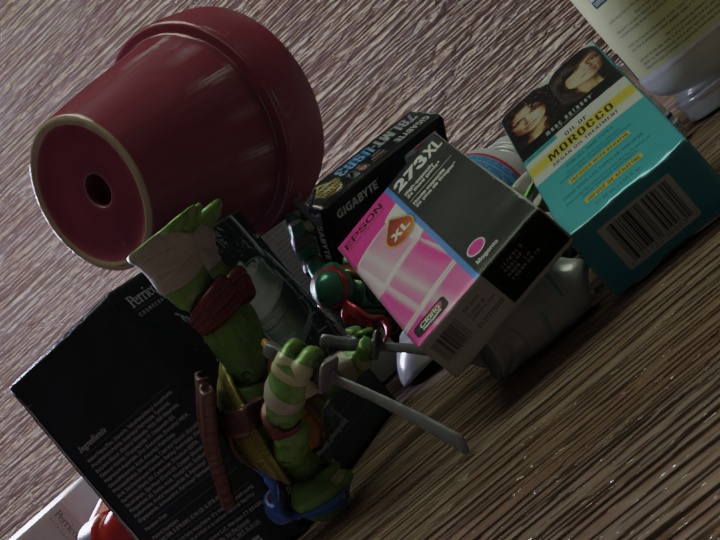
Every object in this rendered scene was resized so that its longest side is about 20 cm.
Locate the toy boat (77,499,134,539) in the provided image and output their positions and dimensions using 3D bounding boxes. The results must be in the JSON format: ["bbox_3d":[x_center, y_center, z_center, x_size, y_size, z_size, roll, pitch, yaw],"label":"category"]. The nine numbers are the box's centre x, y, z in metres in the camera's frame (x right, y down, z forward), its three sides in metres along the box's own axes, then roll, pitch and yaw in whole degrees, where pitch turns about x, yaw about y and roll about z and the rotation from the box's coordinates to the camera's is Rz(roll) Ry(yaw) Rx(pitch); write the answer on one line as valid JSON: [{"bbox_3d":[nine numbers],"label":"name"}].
[{"bbox_3d":[-0.197,0.142,1.006,0.130,0.130,0.201,-38,25,57],"label":"toy boat"}]

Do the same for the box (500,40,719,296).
[{"bbox_3d":[0.144,-0.068,0.705,0.082,0.049,0.200,-41,22,14],"label":"box"}]

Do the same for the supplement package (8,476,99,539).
[{"bbox_3d":[-0.313,0.316,1.192,0.200,0.121,0.120,-42,2,6],"label":"supplement package"}]

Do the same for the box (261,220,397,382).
[{"bbox_3d":[-0.079,0.057,1.141,0.106,0.200,0.152,-41,0,-25],"label":"box"}]

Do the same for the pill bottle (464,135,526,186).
[{"bbox_3d":[0.113,-0.053,1.195,0.200,0.109,0.109,-42,2,-36],"label":"pill bottle"}]

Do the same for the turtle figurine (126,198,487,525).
[{"bbox_3d":[-0.030,0.036,0.697,0.200,0.194,0.144,-36,2,39],"label":"turtle figurine"}]

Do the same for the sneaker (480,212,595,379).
[{"bbox_3d":[0.088,-0.009,0.738,0.080,0.071,0.201,-29,31,4],"label":"sneaker"}]

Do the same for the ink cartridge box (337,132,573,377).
[{"bbox_3d":[0.042,-0.022,0.693,0.095,0.037,0.200,-50,24,5],"label":"ink cartridge box"}]

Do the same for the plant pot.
[{"bbox_3d":[-0.159,-0.095,0.968,0.200,0.200,0.179,-40,-2,43],"label":"plant pot"}]

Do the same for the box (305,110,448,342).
[{"bbox_3d":[0.032,-0.031,1.227,0.049,0.200,0.200,13,40,38],"label":"box"}]

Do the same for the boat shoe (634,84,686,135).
[{"bbox_3d":[0.183,-0.082,1.019,0.200,0.067,0.074,-41,1,30],"label":"boat shoe"}]

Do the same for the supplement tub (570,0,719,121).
[{"bbox_3d":[0.261,-0.240,1.002,0.145,0.200,0.145,-41,1,1],"label":"supplement tub"}]

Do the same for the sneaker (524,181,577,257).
[{"bbox_3d":[0.119,-0.009,0.825,0.200,0.077,0.084,-36,35,23],"label":"sneaker"}]

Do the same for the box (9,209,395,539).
[{"bbox_3d":[-0.104,0.090,0.860,0.124,0.197,0.200,-40,2,28],"label":"box"}]

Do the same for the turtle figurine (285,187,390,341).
[{"bbox_3d":[0.000,0.000,0.977,0.101,0.149,0.200,-69,-18,4],"label":"turtle figurine"}]

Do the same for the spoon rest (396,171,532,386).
[{"bbox_3d":[0.092,0.019,0.930,0.200,0.061,0.099,-56,-8,31],"label":"spoon rest"}]
